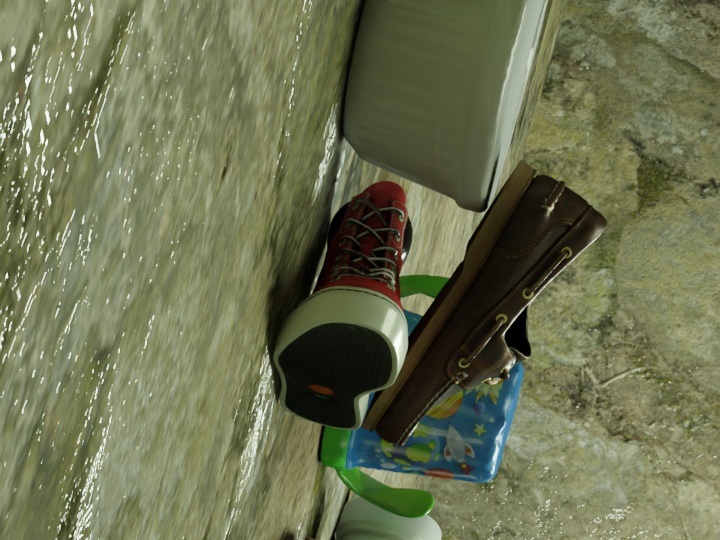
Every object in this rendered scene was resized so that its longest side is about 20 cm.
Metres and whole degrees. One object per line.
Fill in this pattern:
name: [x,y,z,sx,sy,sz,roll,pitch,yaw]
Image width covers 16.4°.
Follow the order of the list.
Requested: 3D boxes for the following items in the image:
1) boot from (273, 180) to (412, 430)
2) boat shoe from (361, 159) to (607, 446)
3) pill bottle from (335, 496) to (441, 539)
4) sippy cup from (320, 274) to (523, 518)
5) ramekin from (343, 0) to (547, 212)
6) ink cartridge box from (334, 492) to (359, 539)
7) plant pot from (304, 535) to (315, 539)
boot: [0.000,0.000,1.453,0.200,0.072,0.145,114,-7,-73]
boat shoe: [0.073,0.032,1.488,0.201,0.070,0.070,-57,-178,26]
pill bottle: [-0.001,0.283,1.940,0.112,0.112,0.201,94,12,-62]
sippy cup: [0.050,0.096,1.857,0.178,0.129,0.140,90,15,-66]
ramekin: [0.055,-0.141,1.480,0.202,0.094,0.204,15,90,-84]
ink cartridge box: [-0.023,0.308,2.157,0.200,0.057,0.163,-54,160,-51]
plant pot: [-0.008,0.323,1.775,0.201,0.186,0.187,-60,173,-5]
